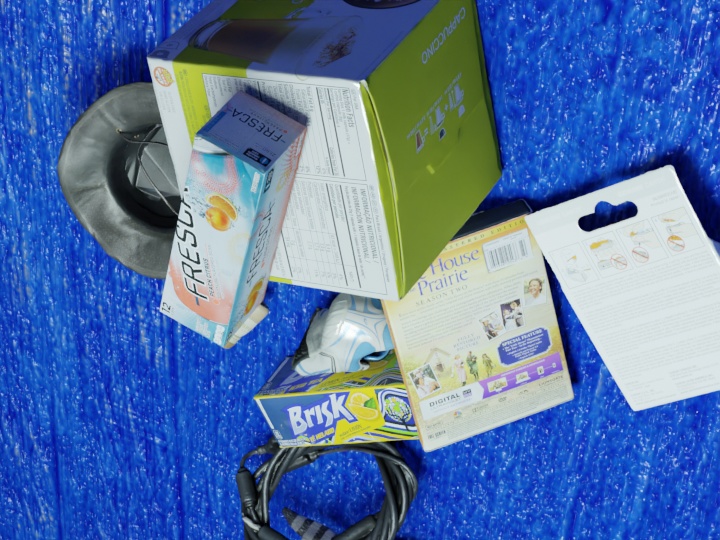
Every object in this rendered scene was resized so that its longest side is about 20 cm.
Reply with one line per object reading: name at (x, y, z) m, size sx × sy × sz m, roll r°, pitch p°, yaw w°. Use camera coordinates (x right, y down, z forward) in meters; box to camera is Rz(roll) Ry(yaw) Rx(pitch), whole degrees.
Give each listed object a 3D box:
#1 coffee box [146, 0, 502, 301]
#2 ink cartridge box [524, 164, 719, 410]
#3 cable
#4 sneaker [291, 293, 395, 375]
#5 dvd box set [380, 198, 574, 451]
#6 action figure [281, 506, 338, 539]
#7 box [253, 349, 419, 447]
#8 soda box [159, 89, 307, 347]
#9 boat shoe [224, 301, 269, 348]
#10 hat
coffee box at (-0.021, -0.121, 1.578) m, size 0.197 × 0.200 × 0.201 m, roll 8°, pitch 127°, yaw 28°
ink cartridge box at (0.249, 0.011, 1.624) m, size 0.162 × 0.050 × 0.201 m, roll -19°, pitch 105°, yaw 43°
cable at (-0.036, 0.229, 1.917) m, size 0.199 × 0.164 × 0.051 m, roll -13°, pitch 155°, yaw 26°
sneaker at (-0.014, 0.067, 1.784) m, size 0.072 × 0.072 × 0.200 m, roll 26°, pitch 166°, yaw -8°
dvd box set at (0.098, 0.050, 1.697) m, size 0.146 × 0.029 × 0.201 m, roll -20°, pitch 121°, yaw -5°
action figure at (-0.006, 0.309, 1.959) m, size 0.192 × 0.200 × 0.105 m, roll 9°, pitch 97°, yaw 22°
box at (0.000, 0.119, 1.852) m, size 0.199 × 0.070 × 0.065 m, roll -8°, pitch 119°, yaw 38°
soda box at (-0.100, -0.037, 1.502) m, size 0.063 × 0.068 × 0.201 m, roll 28°, pitch 136°, yaw 12°
boat shoe at (-0.166, -0.021, 1.861) m, size 0.065 × 0.072 × 0.200 m, roll -39°, pitch 86°, yaw 10°
hat at (-0.174, -0.096, 1.790) m, size 0.199 × 0.081 × 0.202 m, roll 9°, pitch 121°, yaw 14°
